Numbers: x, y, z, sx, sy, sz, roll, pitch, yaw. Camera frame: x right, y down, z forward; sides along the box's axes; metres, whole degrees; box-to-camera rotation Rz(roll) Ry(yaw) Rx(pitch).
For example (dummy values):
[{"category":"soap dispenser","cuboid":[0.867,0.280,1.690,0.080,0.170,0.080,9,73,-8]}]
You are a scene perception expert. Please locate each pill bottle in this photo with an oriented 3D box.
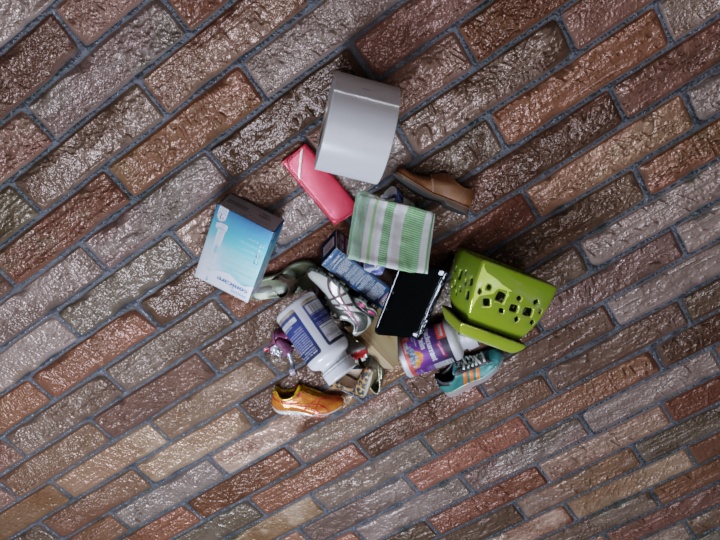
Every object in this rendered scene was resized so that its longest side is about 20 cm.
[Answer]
[{"category":"pill bottle","cuboid":[0.196,0.187,1.723,0.197,0.112,0.112,-22,118,10]},{"category":"pill bottle","cuboid":[-0.098,0.161,1.576,0.111,0.111,0.201,-39,81,19]}]

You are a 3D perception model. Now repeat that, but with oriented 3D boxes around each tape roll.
[{"category":"tape roll","cuboid":[-0.009,-0.292,1.395,0.137,0.204,0.205,12,119,-8]}]

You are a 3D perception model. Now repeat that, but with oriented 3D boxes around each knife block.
[{"category":"knife block","cuboid":[0.002,0.143,1.671,0.172,0.064,0.204,0,85,-21]}]

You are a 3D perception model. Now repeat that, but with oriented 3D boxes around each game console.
[{"category":"game console","cuboid":[0.131,0.053,1.627,0.115,0.176,0.202,23,118,5]}]

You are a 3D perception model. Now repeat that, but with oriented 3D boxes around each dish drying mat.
[{"category":"dish drying mat","cuboid":[-0.091,-0.195,1.553,0.076,0.018,0.200,-34,115,15]}]

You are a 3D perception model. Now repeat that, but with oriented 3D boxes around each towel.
[{"category":"towel","cuboid":[0.071,-0.081,1.494,0.197,0.023,0.156,13,79,-23]}]

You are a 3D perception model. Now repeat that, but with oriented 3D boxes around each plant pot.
[{"category":"plant pot","cuboid":[0.307,0.073,1.583,0.197,0.199,0.184,20,97,-11]}]

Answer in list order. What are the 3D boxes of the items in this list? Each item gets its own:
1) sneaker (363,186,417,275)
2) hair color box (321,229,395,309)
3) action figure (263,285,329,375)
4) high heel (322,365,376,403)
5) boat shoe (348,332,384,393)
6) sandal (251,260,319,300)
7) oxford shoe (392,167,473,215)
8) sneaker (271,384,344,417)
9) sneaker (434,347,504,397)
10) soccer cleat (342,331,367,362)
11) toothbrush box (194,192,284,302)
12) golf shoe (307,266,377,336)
[{"category":"sneaker","cuboid":[0.089,-0.080,1.558,0.114,0.080,0.203,21,82,-24]},{"category":"hair color box","cuboid":[0.000,0.000,1.618,0.199,0.101,0.061,37,111,-21]},{"category":"action figure","cuboid":[-0.160,0.155,1.683,0.197,0.135,0.150,-23,117,8]},{"category":"high heel","cuboid":[-0.035,0.265,1.738,0.141,0.072,0.201,31,149,8]},{"category":"boat shoe","cuboid":[0.018,0.228,1.769,0.072,0.063,0.203,-12,120,6]},{"category":"sandal","cuboid":[-0.188,0.038,1.659,0.198,0.058,0.081,-20,118,10]},{"category":"oxford shoe","cuboid":[0.167,-0.195,1.544,0.197,0.071,0.072,22,89,-13]},{"category":"sneaker","cuboid":[-0.142,0.348,1.830,0.196,0.073,0.079,1,110,-5]},{"category":"sneaker","cuboid":[0.284,0.258,1.788,0.199,0.072,0.080,-38,118,20]},{"category":"soccer cleat","cuboid":[-0.037,0.191,1.683,0.067,0.200,0.087,-11,82,-20]},{"category":"toothbrush box","cuboid":[-0.282,-0.051,1.574,0.145,0.085,0.202,25,116,2]},{"category":"golf shoe","cuboid":[-0.054,0.068,1.589,0.199,0.077,0.089,38,90,-1]}]
